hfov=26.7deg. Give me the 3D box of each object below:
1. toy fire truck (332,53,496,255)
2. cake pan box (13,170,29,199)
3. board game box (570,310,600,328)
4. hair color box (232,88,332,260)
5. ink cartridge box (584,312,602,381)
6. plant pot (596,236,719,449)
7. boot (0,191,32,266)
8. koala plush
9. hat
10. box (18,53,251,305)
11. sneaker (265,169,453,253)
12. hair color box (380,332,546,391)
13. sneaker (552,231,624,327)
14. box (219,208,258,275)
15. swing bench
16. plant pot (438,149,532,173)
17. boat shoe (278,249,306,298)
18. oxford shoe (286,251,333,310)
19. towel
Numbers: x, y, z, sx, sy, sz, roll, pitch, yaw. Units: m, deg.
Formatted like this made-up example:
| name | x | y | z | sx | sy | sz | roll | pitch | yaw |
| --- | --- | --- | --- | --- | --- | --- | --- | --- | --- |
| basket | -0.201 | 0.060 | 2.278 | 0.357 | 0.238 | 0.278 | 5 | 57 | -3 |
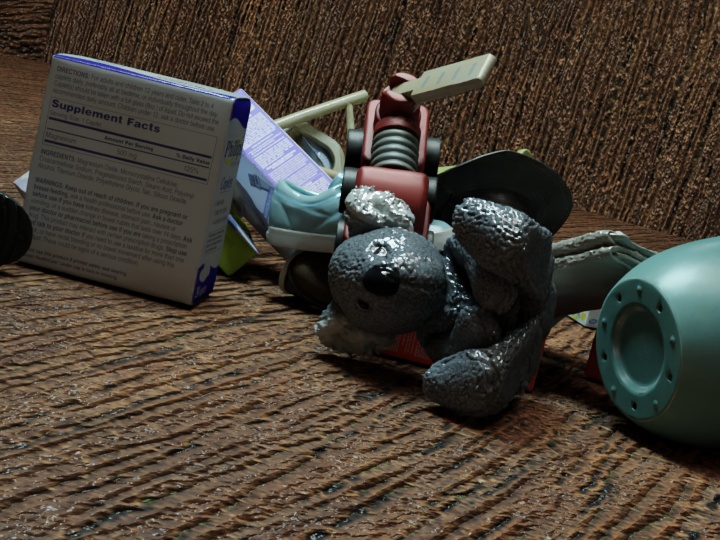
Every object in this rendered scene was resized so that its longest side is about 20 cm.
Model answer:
| name | x | y | z | sx | sy | sz | roll | pitch | yaw |
| --- | --- | --- | --- | --- | --- | --- | --- | --- | --- |
| toy fire truck | 0.048 | -0.109 | 1.419 | 0.128 | 0.177 | 0.201 | 7 | -35 | 0 |
| cake pan box | -0.281 | -0.120 | 1.642 | 0.052 | 0.184 | 0.200 | 55 | -9 | -16 |
| board game box | 0.353 | 0.056 | 1.948 | 0.198 | 0.035 | 0.134 | 10 | 9 | -18 |
| hair color box | -0.095 | -0.093 | 1.689 | 0.065 | 0.110 | 0.200 | -35 | 71 | -26 |
| ink cartridge box | 0.289 | 0.057 | 1.572 | 0.067 | 0.117 | 0.200 | 17 | 9 | 20 |
| plant pot | 0.306 | 0.065 | 1.339 | 0.160 | 0.202 | 0.200 | -3 | 15 | -25 |
| boot | -0.413 | -0.063 | 1.400 | 0.199 | 0.077 | 0.168 | 3 | 16 | -22 |
| koala plush | 0.059 | 0.020 | 1.326 | 0.198 | 0.179 | 0.184 | 11 | 4 | 20 |
| hat | 0.129 | -0.030 | 1.577 | 0.199 | 0.201 | 0.081 | 10 | 47 | -20 |
| box | -0.216 | -0.089 | 1.457 | 0.182 | 0.202 | 0.105 | 14 | 8 | 6 |
| sneaker | -0.001 | -0.058 | 1.530 | 0.198 | 0.083 | 0.074 | 4 | 9 | 12 |
| hair color box | 0.073 | 0.054 | 1.452 | 0.198 | 0.062 | 0.102 | 15 | 8 | 1 |
| sneaker | 0.214 | 0.018 | 1.614 | 0.080 | 0.071 | 0.200 | -24 | -6 | -40 |
| box | -0.173 | -0.064 | 1.688 | 0.122 | 0.048 | 0.200 | 48 | 1 | -13 |
| swing bench | -0.104 | -0.132 | 1.889 | 0.198 | 0.131 | 0.199 | -2 | -13 | -16 |
| plant pot | 0.101 | -0.045 | 1.780 | 0.183 | 0.202 | 0.200 | 4 | 6 | 16 |
| boat shoe | 0.000 | 0.000 | 1.632 | 0.200 | 0.072 | 0.060 | -12 | 38 | -45 |
| oxford shoe | 0.025 | 0.009 | 1.542 | 0.198 | 0.073 | 0.085 | 10 | -24 | -4 |
| towel | 0.202 | 0.006 | 1.466 | 0.199 | 0.035 | 0.132 | -14 | -26 | 42 |
